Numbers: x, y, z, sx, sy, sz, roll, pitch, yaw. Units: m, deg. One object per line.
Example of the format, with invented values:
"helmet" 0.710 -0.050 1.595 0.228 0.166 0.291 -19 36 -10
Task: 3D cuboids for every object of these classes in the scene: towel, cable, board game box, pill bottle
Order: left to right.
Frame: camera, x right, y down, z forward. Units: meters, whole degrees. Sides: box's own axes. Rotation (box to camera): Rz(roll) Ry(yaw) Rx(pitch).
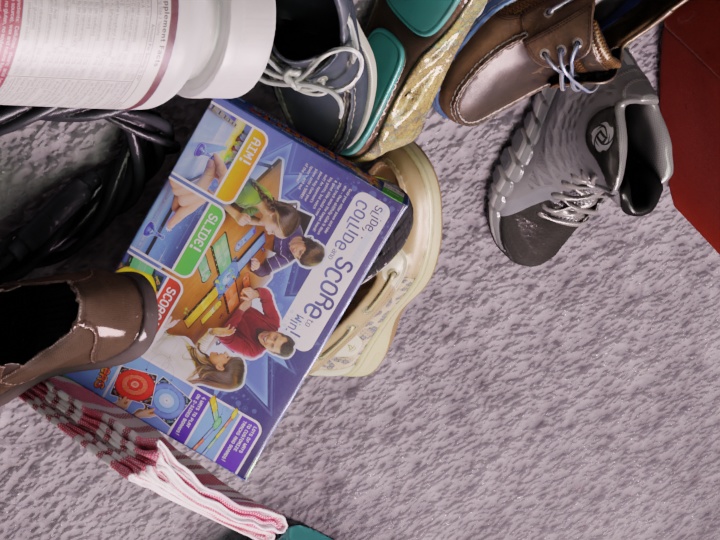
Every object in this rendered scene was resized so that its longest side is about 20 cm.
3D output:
"cable" -0.199 -0.053 1.343 0.199 0.051 0.164 -7 134 -30
"pill bottle" -0.153 -0.143 1.235 0.199 0.110 0.110 -1 131 -34
"towel" -0.149 0.101 1.429 0.146 0.200 0.030 35 87 -50
"board game box" -0.077 0.009 1.378 0.135 0.034 0.200 31 102 -3

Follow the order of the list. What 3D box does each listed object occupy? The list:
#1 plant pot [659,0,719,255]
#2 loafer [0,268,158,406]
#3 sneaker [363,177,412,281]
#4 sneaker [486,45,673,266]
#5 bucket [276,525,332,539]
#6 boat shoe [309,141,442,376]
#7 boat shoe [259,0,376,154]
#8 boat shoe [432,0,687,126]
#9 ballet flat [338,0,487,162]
"plant pot" 0.313 -0.111 1.533 0.200 0.200 0.177 -31 129 -3
"loafer" -0.217 0.035 1.359 0.199 0.073 0.071 -20 159 27
"sneaker" -0.061 -0.009 1.444 0.199 0.081 0.074 -22 99 5
"sneaker" 0.151 -0.056 1.525 0.075 0.116 0.200 -9 135 -27
"bucket" -0.031 0.301 1.707 0.135 0.207 0.207 -48 139 8
"boat shoe" 0.000 0.000 1.514 0.062 0.073 0.200 -9 136 -31
"boat shoe" -0.030 -0.140 1.336 0.075 0.062 0.200 13 135 11
"boat shoe" 0.133 -0.154 1.446 0.200 0.072 0.072 -40 140 7
"ballet flat" 0.041 -0.151 1.398 0.070 0.071 0.200 2 131 -36
